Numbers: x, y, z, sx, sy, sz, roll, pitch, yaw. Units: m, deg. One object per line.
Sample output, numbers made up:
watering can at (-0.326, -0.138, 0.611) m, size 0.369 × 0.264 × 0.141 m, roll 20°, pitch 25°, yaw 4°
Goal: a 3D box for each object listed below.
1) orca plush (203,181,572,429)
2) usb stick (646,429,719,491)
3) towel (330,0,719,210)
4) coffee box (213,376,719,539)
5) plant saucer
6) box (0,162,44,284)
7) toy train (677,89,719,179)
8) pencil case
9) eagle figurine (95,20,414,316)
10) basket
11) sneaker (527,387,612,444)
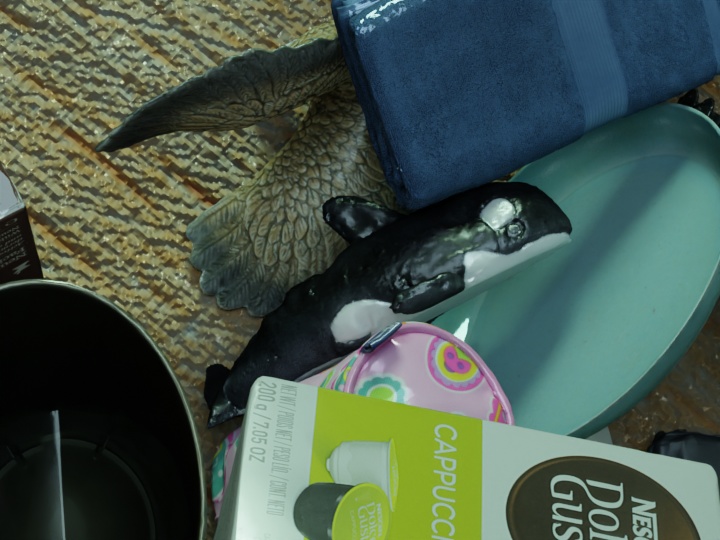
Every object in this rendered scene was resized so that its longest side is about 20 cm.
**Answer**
orca plush at (0.000, 0.000, 1.081) m, size 0.199 × 0.105 × 0.071 m, roll -30°, pitch 82°, yaw 25°
usb stick at (0.164, 0.177, 1.091) m, size 0.055 × 0.033 × 0.201 m, roll 6°, pitch 74°, yaw -9°
towel at (0.087, -0.113, 1.051) m, size 0.199 × 0.049 × 0.112 m, roll -25°, pitch 113°, yaw -16°
coffee box at (0.027, 0.193, 0.876) m, size 0.196 × 0.201 × 0.200 m, roll 12°, pitch 41°, yaw -6°
plant saucer at (0.106, 0.009, 1.069) m, size 0.027 × 0.200 × 0.201 m, roll 37°, pitch 73°, yaw -29°
box at (-0.206, -0.007, 1.030) m, size 0.100 × 0.200 × 0.075 m, roll -30°, pitch 81°, yaw -10°
toy train at (0.184, -0.047, 1.078) m, size 0.034 × 0.200 × 0.046 m, roll 30°, pitch 98°, yaw -15°
pencil case at (-0.006, 0.085, 1.018) m, size 0.087 × 0.200 × 0.088 m, roll 6°, pitch 73°, yaw -20°
eagle figurine at (-0.019, -0.087, 1.108) m, size 0.151 × 0.151 × 0.201 m, roll 34°, pitch 64°, yaw -5°
basket at (-0.135, 0.119, 1.000) m, size 0.135 × 0.200 × 0.182 m, roll -5°, pitch 74°, yaw -4°
sneaker at (0.130, 0.144, 1.061) m, size 0.086 × 0.075 × 0.201 m, roll -12°, pitch 75°, yaw 23°
